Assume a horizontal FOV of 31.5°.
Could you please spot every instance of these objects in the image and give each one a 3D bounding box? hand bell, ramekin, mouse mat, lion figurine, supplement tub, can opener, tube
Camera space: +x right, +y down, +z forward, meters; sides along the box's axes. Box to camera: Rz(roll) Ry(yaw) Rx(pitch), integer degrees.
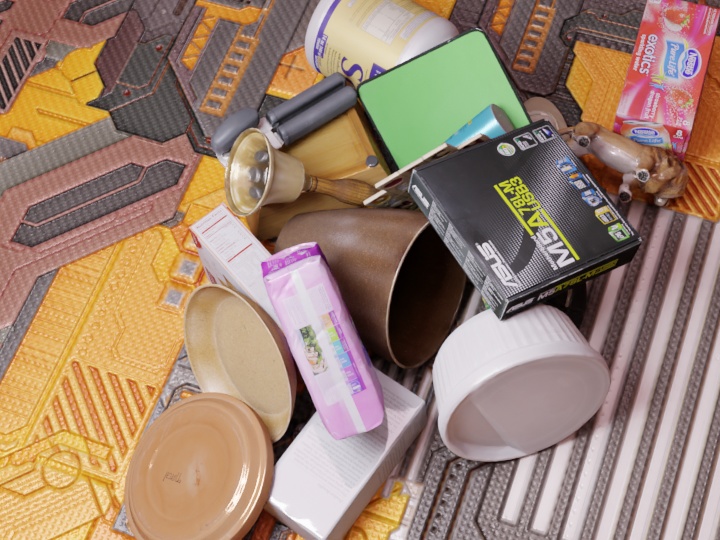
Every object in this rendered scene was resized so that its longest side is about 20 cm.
[{"bbox_3d":[-0.054,-0.106,1.561,0.199,0.104,0.105,7,55,-35],"label":"hand bell"},{"bbox_3d":[0.173,0.121,1.447,0.201,0.203,0.095,-18,51,-4],"label":"ramekin"},{"bbox_3d":[0.106,-0.199,1.608,0.199,0.162,0.008,-21,17,31],"label":"mouse mat"},{"bbox_3d":[0.318,-0.146,1.603,0.199,0.073,0.122,36,35,8],"label":"lion figurine"},{"bbox_3d":[0.042,-0.288,1.691,0.199,0.146,0.146,33,70,20],"label":"supplement tub"},{"bbox_3d":[-0.096,-0.193,1.607,0.199,0.067,0.053,-32,65,-12],"label":"can opener"},{"bbox_3d":[0.101,-0.130,1.593,0.199,0.077,0.051,-35,81,24],"label":"tube"}]

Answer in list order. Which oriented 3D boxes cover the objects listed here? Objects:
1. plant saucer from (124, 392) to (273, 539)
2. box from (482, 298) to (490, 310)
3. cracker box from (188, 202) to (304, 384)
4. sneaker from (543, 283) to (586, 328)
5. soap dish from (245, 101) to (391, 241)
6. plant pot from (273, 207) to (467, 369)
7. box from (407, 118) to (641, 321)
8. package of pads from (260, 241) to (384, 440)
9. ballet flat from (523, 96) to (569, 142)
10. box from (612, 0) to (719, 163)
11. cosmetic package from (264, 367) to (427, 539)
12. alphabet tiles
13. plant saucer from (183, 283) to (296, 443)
[{"bbox_3d":[-0.191,0.235,1.466,0.199,0.032,0.202,-15,58,25],"label":"plant saucer"},{"bbox_3d":[0.192,-0.043,1.532,0.117,0.048,0.201,-32,47,36],"label":"box"},{"bbox_3d":[-0.120,0.029,1.549,0.058,0.134,0.200,-37,65,-14],"label":"cracker box"},{"bbox_3d":[0.217,0.013,1.574,0.115,0.075,0.202,10,83,53],"label":"sneaker"},{"bbox_3d":[-0.070,-0.140,1.662,0.198,0.081,0.158,-20,63,-6],"label":"soap dish"},{"bbox_3d":[0.000,0.000,1.545,0.199,0.187,0.188,17,65,30],"label":"plant pot"},{"bbox_3d":[0.184,-0.062,1.445,0.192,0.048,0.201,-20,61,-24],"label":"box"},{"bbox_3d":[-0.040,0.074,1.396,0.075,0.121,0.201,-23,103,-1],"label":"package of pads"},{"bbox_3d":[0.238,-0.151,1.643,0.069,0.070,0.201,-11,62,0],"label":"ballet flat"},{"bbox_3d":[0.397,-0.247,1.665,0.099,0.096,0.201,15,65,12],"label":"box"},{"bbox_3d":[-0.019,0.215,1.480,0.101,0.071,0.200,32,70,20],"label":"cosmetic package"},{"bbox_3d":[0.098,-0.113,1.547,0.166,0.200,0.006,-29,75,20],"label":"alphabet tiles"},{"bbox_3d":[-0.134,0.104,1.494,0.035,0.201,0.200,-25,60,-37],"label":"plant saucer"}]
